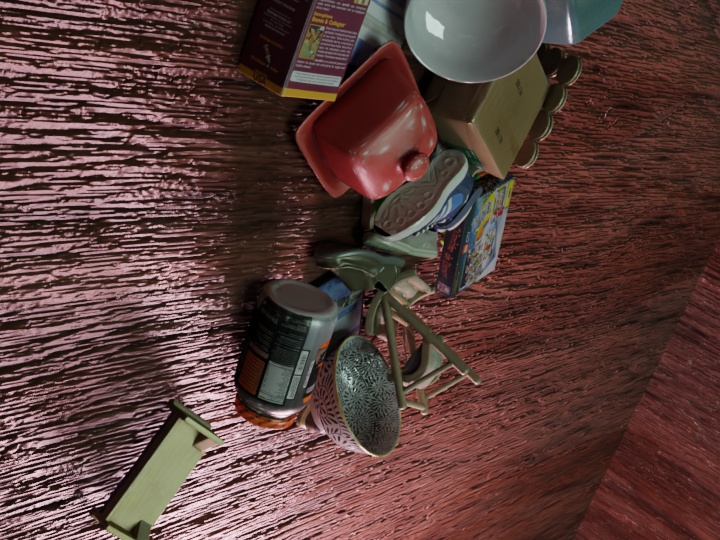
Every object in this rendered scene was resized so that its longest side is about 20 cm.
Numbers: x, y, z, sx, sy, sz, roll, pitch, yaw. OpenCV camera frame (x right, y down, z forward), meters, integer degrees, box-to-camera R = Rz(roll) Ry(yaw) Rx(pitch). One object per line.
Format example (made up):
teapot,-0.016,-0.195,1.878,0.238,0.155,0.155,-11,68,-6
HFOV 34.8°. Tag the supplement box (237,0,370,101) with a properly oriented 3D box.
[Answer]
supplement box,-0.059,-0.319,1.407,0.110,0.085,0.202,-6,123,-54

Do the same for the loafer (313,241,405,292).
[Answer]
loafer,0.000,0.000,1.782,0.199,0.075,0.071,10,93,-51

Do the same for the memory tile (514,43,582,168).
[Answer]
memory tile,0.287,-0.278,1.916,0.017,0.153,0.202,19,104,-33

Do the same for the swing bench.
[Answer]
swing bench,0.095,0.122,1.935,0.129,0.202,0.199,-30,164,7

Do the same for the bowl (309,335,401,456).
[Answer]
bowl,-0.023,0.215,1.883,0.201,0.093,0.203,41,40,-45

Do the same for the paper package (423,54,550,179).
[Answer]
paper package,0.197,-0.274,1.803,0.192,0.103,0.200,-61,152,-9

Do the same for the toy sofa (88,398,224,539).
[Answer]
toy sofa,-0.295,0.286,1.636,0.083,0.097,0.201,40,82,-36

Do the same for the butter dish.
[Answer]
butter dish,0.036,-0.179,1.601,0.199,0.148,0.200,-45,150,-7

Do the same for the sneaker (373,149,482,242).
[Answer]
sneaker,0.108,-0.084,1.820,0.200,0.080,0.147,-45,149,-18

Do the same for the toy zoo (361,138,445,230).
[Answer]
toy zoo,0.077,-0.162,1.826,0.199,0.020,0.132,-33,141,-37

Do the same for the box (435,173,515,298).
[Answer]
box,0.199,-0.065,2.006,0.136,0.038,0.202,-29,139,-41

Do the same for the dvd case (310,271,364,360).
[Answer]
dvd case,-0.046,0.082,1.869,0.142,0.017,0.202,-32,141,-39

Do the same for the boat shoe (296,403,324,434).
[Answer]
boat shoe,-0.031,0.250,2.002,0.199,0.065,0.074,-12,128,-51

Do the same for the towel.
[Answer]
towel,0.037,-0.366,1.574,0.146,0.024,0.202,13,106,-59

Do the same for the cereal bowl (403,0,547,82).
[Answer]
cereal bowl,0.157,-0.362,1.581,0.201,0.197,0.084,83,8,-48

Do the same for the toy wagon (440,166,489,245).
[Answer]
toy wagon,0.185,-0.126,2.006,0.156,0.039,0.200,-53,150,-10

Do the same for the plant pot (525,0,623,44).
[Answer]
plant pot,0.277,-0.437,1.638,0.195,0.195,0.202,-37,124,-32

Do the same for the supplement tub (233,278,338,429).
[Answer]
supplement tub,-0.115,0.125,1.699,0.122,0.122,0.202,-12,128,-52

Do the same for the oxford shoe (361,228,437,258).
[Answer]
oxford shoe,0.066,-0.055,1.866,0.199,0.075,0.059,5,95,-57
